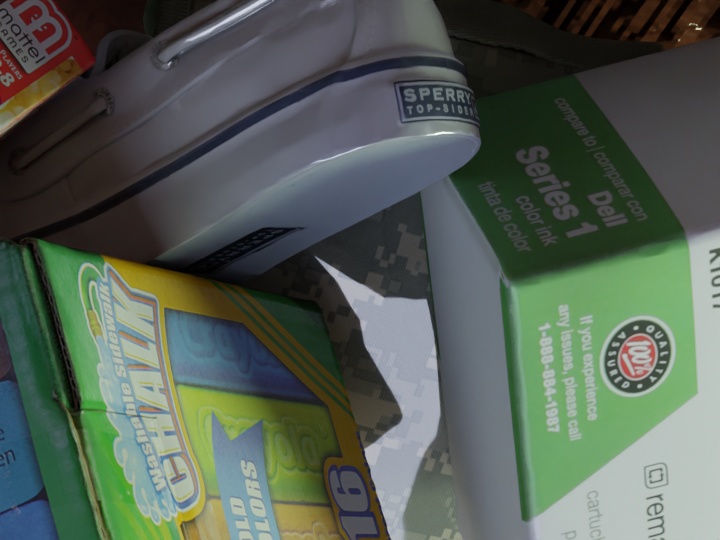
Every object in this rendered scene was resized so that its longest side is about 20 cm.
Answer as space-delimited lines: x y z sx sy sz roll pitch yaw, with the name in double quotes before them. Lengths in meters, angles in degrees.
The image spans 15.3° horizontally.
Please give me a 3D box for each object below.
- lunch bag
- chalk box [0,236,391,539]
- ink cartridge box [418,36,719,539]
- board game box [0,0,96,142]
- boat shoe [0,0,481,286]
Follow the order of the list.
"lunch bag" 0.000 0.000 0.789 0.163 0.118 0.201 16 122 -6
"chalk box" -0.086 0.074 0.645 0.124 0.124 0.200 -23 165 22
"ink cartridge box" 0.124 0.014 0.702 0.199 0.084 0.145 -15 125 -10
"board game box" -0.175 -0.092 0.668 0.200 0.046 0.151 53 138 -5
"boat shoe" -0.054 -0.028 0.684 0.199 0.066 0.073 -22 165 33
